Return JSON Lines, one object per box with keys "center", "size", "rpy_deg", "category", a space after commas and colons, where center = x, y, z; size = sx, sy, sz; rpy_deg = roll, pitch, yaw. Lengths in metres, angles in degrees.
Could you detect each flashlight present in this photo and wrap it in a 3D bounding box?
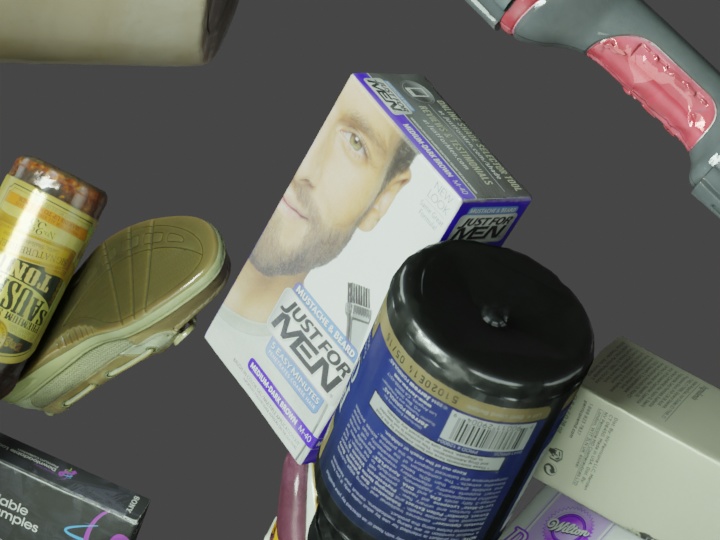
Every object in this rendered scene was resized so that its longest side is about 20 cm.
{"center": [0.142, -0.101, 1.141], "size": [0.200, 0.068, 0.068], "rpy_deg": [46, 121, 7], "category": "flashlight"}

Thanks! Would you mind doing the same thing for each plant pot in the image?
{"center": [-0.151, -0.191, 1.212], "size": [0.173, 0.200, 0.200], "rpy_deg": [15, 115, 3], "category": "plant pot"}

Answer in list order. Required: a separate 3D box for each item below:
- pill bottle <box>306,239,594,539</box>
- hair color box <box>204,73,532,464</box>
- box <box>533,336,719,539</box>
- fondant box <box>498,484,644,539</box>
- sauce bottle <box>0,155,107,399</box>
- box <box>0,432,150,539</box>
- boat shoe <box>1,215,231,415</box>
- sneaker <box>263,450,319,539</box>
{"center": [0.040, 0.090, 1.181], "size": [0.112, 0.112, 0.200], "rpy_deg": [34, 130, 13], "category": "pill bottle"}
{"center": [0.000, 0.000, 1.237], "size": [0.109, 0.065, 0.200], "rpy_deg": [50, 124, 30], "category": "hair color box"}
{"center": [0.200, 0.118, 1.182], "size": [0.200, 0.082, 0.069], "rpy_deg": [30, 118, 17], "category": "box"}
{"center": [0.097, 0.228, 1.188], "size": [0.144, 0.200, 0.058], "rpy_deg": [28, 153, 38], "category": "fondant box"}
{"center": [-0.221, 0.030, 1.332], "size": [0.066, 0.066, 0.200], "rpy_deg": [23, 87, 19], "category": "sauce bottle"}
{"center": [-0.233, 0.205, 1.452], "size": [0.143, 0.036, 0.200], "rpy_deg": [24, 119, 2], "category": "box"}
{"center": [-0.147, 0.032, 1.351], "size": [0.200, 0.063, 0.073], "rpy_deg": [-33, 46, 29], "category": "boat shoe"}
{"center": [-0.051, 0.193, 1.345], "size": [0.090, 0.075, 0.201], "rpy_deg": [6, 110, 20], "category": "sneaker"}
